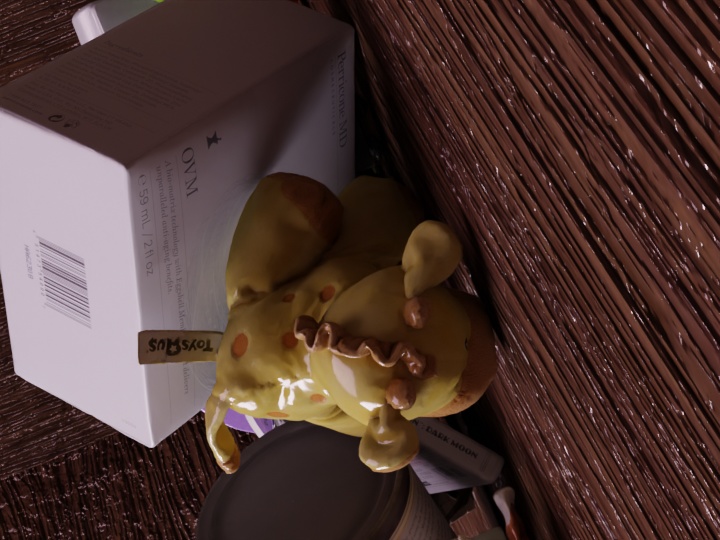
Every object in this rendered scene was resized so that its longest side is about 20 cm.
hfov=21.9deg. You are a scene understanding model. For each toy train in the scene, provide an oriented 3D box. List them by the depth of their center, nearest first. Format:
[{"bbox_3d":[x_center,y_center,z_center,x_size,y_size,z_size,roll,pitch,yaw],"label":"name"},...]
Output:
[{"bbox_3d":[0.016,-0.034,1.197,0.046,0.034,0.201,-88,-22,-73],"label":"toy train"}]

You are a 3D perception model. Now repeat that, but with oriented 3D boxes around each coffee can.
[{"bbox_3d":[0.003,0.210,1.213,0.200,0.146,0.147,58,-178,-35],"label":"coffee can"}]

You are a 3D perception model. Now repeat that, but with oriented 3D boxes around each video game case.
[{"bbox_3d":[-0.005,0.100,1.289,0.181,0.023,0.200,29,167,-5],"label":"video game case"}]

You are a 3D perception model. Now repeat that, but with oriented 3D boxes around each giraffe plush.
[{"bbox_3d":[0.004,0.032,1.020,0.162,0.200,0.173,4,110,49],"label":"giraffe plush"}]

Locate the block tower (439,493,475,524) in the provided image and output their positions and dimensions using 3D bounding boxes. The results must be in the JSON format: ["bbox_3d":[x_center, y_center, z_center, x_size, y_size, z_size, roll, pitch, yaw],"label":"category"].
[{"bbox_3d":[0.005,0.217,1.521,0.058,0.200,0.054,59,146,4],"label":"block tower"}]

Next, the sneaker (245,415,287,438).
[{"bbox_3d":[-0.016,0.155,1.443,0.200,0.076,0.088,49,160,0],"label":"sneaker"}]

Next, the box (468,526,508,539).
[{"bbox_3d":[0.051,0.311,1.331,0.176,0.199,0.097,-117,5,-47],"label":"box"}]

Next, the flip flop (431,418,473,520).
[{"bbox_3d":[0.059,0.151,1.456,0.081,0.057,0.200,59,-163,-31],"label":"flip flop"}]

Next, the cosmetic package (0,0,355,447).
[{"bbox_3d":[-0.106,-0.040,1.120,0.123,0.200,0.200,24,133,29],"label":"cosmetic package"}]

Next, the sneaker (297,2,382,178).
[{"bbox_3d":[-0.043,-0.101,1.297,0.066,0.078,0.201,75,174,-72],"label":"sneaker"}]

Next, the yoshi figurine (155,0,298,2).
[{"bbox_3d":[-0.114,-0.240,1.306,0.200,0.112,0.113,-122,17,-52],"label":"yoshi figurine"}]

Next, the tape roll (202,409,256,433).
[{"bbox_3d":[-0.086,0.048,1.736,0.066,0.199,0.201,-130,18,-76],"label":"tape roll"}]

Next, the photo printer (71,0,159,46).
[{"bbox_3d":[-0.109,-0.127,1.415,0.069,0.166,0.201,-22,89,66],"label":"photo printer"}]

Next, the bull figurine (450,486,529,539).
[{"bbox_3d":[0.107,0.228,1.136,0.200,0.065,0.122,72,176,-46],"label":"bull figurine"}]
